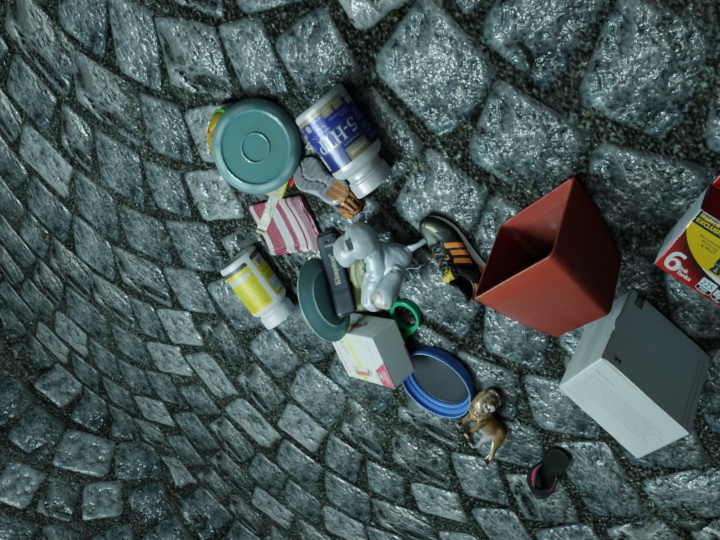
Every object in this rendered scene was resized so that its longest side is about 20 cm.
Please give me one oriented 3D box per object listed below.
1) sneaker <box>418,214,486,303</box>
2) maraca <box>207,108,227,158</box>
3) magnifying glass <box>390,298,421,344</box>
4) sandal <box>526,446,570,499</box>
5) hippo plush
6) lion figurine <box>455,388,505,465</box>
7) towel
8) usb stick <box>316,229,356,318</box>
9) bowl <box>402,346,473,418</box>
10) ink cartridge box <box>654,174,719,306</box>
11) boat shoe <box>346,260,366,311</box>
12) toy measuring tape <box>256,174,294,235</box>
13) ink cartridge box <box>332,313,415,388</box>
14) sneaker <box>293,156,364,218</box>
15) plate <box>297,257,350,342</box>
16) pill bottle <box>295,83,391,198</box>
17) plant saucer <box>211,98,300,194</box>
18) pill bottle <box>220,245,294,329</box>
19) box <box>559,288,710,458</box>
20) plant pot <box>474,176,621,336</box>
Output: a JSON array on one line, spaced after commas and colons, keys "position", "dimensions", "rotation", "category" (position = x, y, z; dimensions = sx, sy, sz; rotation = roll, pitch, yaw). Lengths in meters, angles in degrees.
[{"position": [0.186, -0.022, 1.454], "dimensions": [0.200, 0.090, 0.070], "rotation": [47, 140, -5], "category": "sneaker"}, {"position": [-0.279, -0.270, 1.611], "dimensions": [0.136, 0.106, 0.204], "rotation": [1, 121, 54], "category": "maraca"}, {"position": [0.104, 0.149, 1.726], "dimensions": [0.078, 0.022, 0.204], "rotation": [25, 135, 20], "category": "magnifying glass"}, {"position": [0.447, 0.498, 1.718], "dimensions": [0.074, 0.045, 0.203], "rotation": [28, 137, 16], "category": "sandal"}, {"position": [0.020, -0.018, 1.514], "dimensions": [0.159, 0.162, 0.199], "rotation": [32, 146, -21], "category": "hippo plush"}, {"position": [0.306, 0.374, 1.708], "dimensions": [0.072, 0.122, 0.202], "rotation": [44, 170, 50], "category": "lion figurine"}, {"position": [-0.183, -0.107, 1.741], "dimensions": [0.196, 0.023, 0.147], "rotation": [-4, 120, 42], "category": "towel"}, {"position": [-0.056, 0.008, 1.655], "dimensions": [0.054, 0.033, 0.206], "rotation": [-17, 83, 16], "category": "usb stick"}, {"position": [0.189, 0.272, 1.744], "dimensions": [0.197, 0.039, 0.205], "rotation": [22, 135, 23], "category": "bowl"}, {"position": [0.600, -0.033, 1.109], "dimensions": [0.198, 0.084, 0.178], "rotation": [34, 139, 12], "category": "ink cartridge box"}, {"position": [0.001, 0.002, 1.659], "dimensions": [0.074, 0.061, 0.205], "rotation": [-119, 17, -58], "category": "boat shoe"}, {"position": [-0.193, -0.183, 1.616], "dimensions": [0.072, 0.073, 0.204], "rotation": [28, 108, 16], "category": "toy measuring tape"}, {"position": [0.023, 0.194, 1.743], "dimensions": [0.198, 0.083, 0.148], "rotation": [4, 125, 54], "category": "ink cartridge box"}, {"position": [-0.065, -0.169, 1.546], "dimensions": [0.112, 0.078, 0.200], "rotation": [37, -176, -47], "category": "sneaker"}, {"position": [-0.076, 0.066, 1.668], "dimensions": [0.025, 0.201, 0.203], "rotation": [-20, 112, 32], "category": "plate"}, {"position": [-0.028, -0.253, 1.412], "dimensions": [0.118, 0.120, 0.202], "rotation": [-24, 108, 47], "category": "pill bottle"}, {"position": [-0.226, -0.267, 1.537], "dimensions": [0.194, 0.027, 0.207], "rotation": [-1, 104, -3], "category": "plant saucer"}, {"position": [-0.267, 0.046, 1.869], "dimensions": [0.113, 0.114, 0.202], "rotation": [-22, 108, 47], "category": "pill bottle"}, {"position": [0.499, 0.185, 1.289], "dimensions": [0.199, 0.199, 0.131], "rotation": [40, 141, 2], "category": "box"}, {"position": [0.352, -0.003, 1.270], "dimensions": [0.175, 0.202, 0.199], "rotation": [38, 141, -13], "category": "plant pot"}]
